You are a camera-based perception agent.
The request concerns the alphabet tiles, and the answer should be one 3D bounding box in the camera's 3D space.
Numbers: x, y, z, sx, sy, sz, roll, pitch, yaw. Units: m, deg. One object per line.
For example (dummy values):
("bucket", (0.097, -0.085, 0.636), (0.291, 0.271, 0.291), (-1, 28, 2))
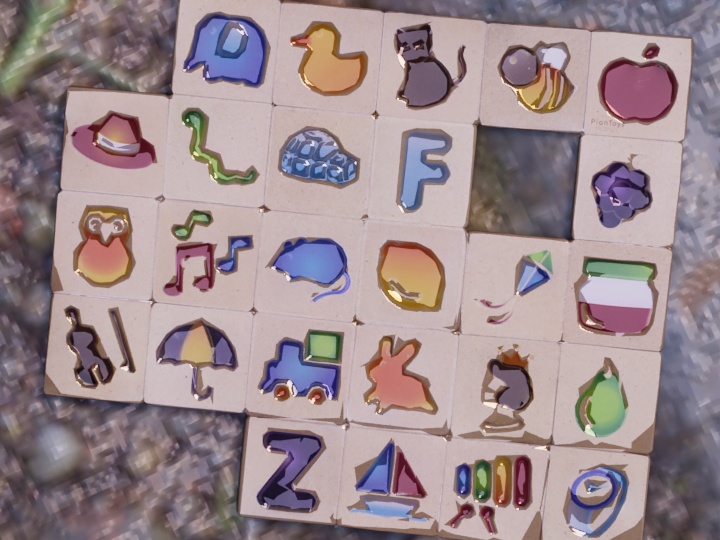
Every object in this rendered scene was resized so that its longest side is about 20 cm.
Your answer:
("alphabet tiles", (0.000, 0.000, 0.843), (0.198, 0.008, 0.169), (6, 97, 1))
